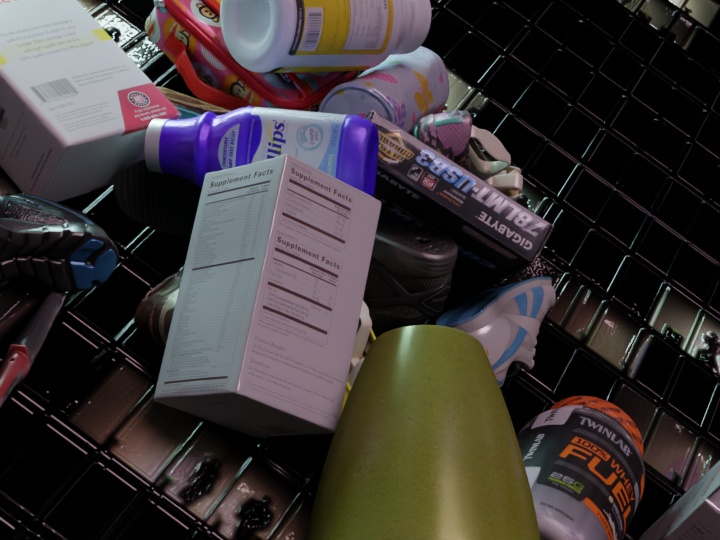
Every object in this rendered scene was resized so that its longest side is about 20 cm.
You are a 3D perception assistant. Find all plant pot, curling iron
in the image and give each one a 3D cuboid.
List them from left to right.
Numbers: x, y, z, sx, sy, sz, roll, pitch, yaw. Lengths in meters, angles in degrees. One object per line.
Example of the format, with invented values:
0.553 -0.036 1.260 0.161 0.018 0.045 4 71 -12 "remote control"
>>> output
-0.278 0.068 1.294 0.050 0.026 0.200 36 37 -3 "curling iron"
0.050 0.152 1.278 0.187 0.187 0.200 16 57 -22 "plant pot"

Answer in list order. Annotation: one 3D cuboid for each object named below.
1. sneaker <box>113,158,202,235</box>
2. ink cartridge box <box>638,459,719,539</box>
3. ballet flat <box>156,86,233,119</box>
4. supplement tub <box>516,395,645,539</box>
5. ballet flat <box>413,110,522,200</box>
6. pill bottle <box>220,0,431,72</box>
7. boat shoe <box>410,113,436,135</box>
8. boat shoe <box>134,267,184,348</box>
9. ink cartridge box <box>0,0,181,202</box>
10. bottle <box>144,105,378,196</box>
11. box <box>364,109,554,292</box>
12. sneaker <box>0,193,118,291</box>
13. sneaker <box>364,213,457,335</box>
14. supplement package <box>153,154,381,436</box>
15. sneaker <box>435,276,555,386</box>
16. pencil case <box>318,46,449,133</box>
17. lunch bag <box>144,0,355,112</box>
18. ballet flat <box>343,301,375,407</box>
-0.131 -0.076 1.528 0.200 0.074 0.089 -1 12 -14 "sneaker"
0.305 0.222 1.420 0.067 0.200 0.116 42 38 7 "ink cartridge box"
-0.135 -0.131 1.594 0.200 0.068 0.072 17 22 -15 "ballet flat"
0.170 0.199 1.409 0.122 0.123 0.200 36 38 2 "supplement tub"
0.115 -0.093 1.595 0.200 0.071 0.069 49 35 -56 "ballet flat"
-0.030 -0.252 1.625 0.200 0.112 0.112 -7 54 -41 "pill bottle"
0.074 -0.113 1.672 0.066 0.074 0.200 47 15 0 "boat shoe"
-0.115 0.006 1.437 0.075 0.075 0.202 7 25 40 "boat shoe"
-0.286 -0.167 1.491 0.200 0.083 0.145 48 40 16 "ink cartridge box"
-0.086 -0.101 1.432 0.200 0.084 0.065 7 2 11 "bottle"
0.063 -0.059 1.558 0.200 0.198 0.050 31 78 -6 "box"
-0.304 -0.029 1.359 0.200 0.073 0.082 12 21 -29 "sneaker"
0.000 0.000 1.544 0.199 0.114 0.076 23 29 33 "sneaker"
-0.073 0.023 1.338 0.109 0.114 0.200 25 68 -38 "supplement package"
0.136 0.058 1.583 0.200 0.076 0.081 -28 99 -58 "sneaker"
0.025 -0.174 1.702 0.200 0.091 0.083 -45 126 -63 "pencil case"
-0.119 -0.225 1.686 0.200 0.082 0.176 42 43 7 "lunch bag"
-0.003 0.079 1.453 0.067 0.067 0.200 3 48 -35 "ballet flat"
